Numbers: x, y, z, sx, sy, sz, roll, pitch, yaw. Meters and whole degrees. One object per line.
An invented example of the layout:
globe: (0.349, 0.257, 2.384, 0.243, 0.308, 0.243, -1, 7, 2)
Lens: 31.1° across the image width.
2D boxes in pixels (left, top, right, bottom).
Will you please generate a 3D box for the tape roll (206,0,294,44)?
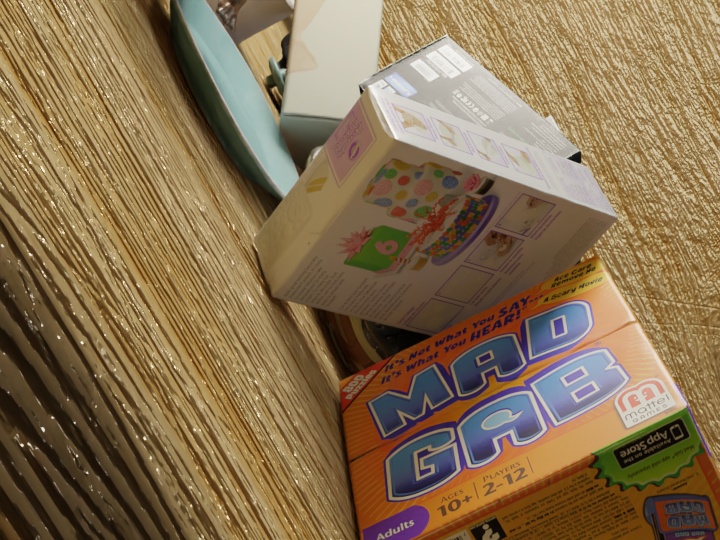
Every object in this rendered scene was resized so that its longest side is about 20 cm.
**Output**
tape roll: (-0.135, -0.312, 1.193, 0.203, 0.071, 0.202, 61, 7, -13)

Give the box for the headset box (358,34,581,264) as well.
headset box: (0.091, -0.054, 1.048, 0.174, 0.093, 0.200, 49, -18, 36)

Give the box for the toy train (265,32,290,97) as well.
toy train: (-0.033, -0.150, 1.326, 0.114, 0.085, 0.200, 70, -3, -63)

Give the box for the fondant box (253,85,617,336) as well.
fondant box: (0.051, -0.028, 0.866, 0.200, 0.144, 0.058, 14, 39, -36)

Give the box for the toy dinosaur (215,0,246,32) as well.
toy dinosaur: (-0.078, -0.253, 0.928, 0.086, 0.135, 0.200, 57, 12, 15)

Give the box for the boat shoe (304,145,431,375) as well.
boat shoe: (-0.009, -0.002, 0.987, 0.075, 0.074, 0.201, 3, 56, -31)

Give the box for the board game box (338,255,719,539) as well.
board game box: (0.124, 0.152, 0.829, 0.200, 0.200, 0.200, 60, 8, -24)

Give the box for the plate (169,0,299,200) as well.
plate: (-0.099, -0.130, 0.971, 0.201, 0.026, 0.200, 61, 7, -12)

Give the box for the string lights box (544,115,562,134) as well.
string lights box: (0.114, -0.044, 1.186, 0.059, 0.200, 0.103, 44, 20, -57)

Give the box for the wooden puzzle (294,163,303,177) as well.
wooden puzzle: (0.000, 0.000, 1.162, 0.185, 0.037, 0.200, 64, 7, 13)

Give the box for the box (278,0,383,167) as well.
box: (-0.024, -0.195, 1.128, 0.095, 0.077, 0.201, 105, -9, -65)
